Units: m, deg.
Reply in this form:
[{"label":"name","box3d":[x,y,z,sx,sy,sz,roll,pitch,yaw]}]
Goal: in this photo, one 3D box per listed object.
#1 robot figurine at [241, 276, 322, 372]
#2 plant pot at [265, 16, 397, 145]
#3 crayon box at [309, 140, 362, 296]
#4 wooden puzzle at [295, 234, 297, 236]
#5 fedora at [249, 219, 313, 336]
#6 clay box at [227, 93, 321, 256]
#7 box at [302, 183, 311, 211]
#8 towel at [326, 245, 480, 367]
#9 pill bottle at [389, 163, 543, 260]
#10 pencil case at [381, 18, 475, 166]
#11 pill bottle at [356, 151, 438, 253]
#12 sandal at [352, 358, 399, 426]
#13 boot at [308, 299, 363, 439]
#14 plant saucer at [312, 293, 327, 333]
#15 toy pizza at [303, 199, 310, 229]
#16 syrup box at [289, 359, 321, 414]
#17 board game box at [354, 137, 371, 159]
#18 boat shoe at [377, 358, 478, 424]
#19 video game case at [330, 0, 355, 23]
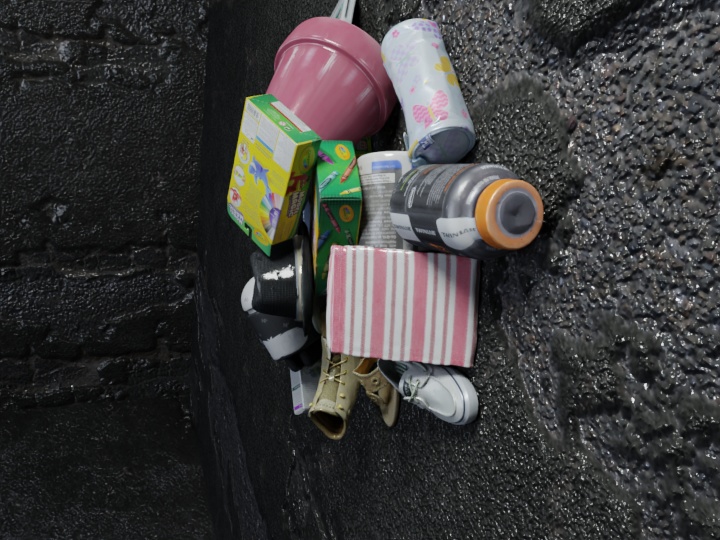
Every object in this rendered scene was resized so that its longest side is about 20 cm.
[{"label":"robot figurine","box3d":[-0.143,0.091,1.220,0.200,0.150,0.125,59,179,-5]},{"label":"plant pot","box3d":[-0.066,-0.247,0.965,0.179,0.200,0.200,-60,9,-26]},{"label":"crayon box","box3d":[-0.039,-0.071,0.913,0.200,0.058,0.119,98,168,-48]},{"label":"wooden puzzle","box3d":[-0.150,0.028,1.371,0.186,0.046,0.200,-65,15,11]},{"label":"fedora","box3d":[-0.125,0.012,0.986,0.201,0.091,0.202,179,90,-82]},{"label":"clay box","box3d":[-0.128,-0.129,0.891,0.115,0.048,0.200,45,136,24]},{"label":"box","box3d":[-0.144,-0.236,1.276,0.197,0.117,0.201,124,156,-50]},{"label":"towel","box3d":[0.054,0.044,0.825,0.030,0.199,0.147,-33,-53,-74]},{"label":"pill bottle","box3d":[0.119,-0.069,0.725,0.200,0.106,0.107,-160,70,-67]},{"label":"pencil case","box3d":[0.085,-0.231,0.829,0.091,0.083,0.201,-34,57,40]},{"label":"pill bottle","box3d":[0.051,-0.058,0.883,0.114,0.113,0.201,-177,86,-68]},{"label":"sandal","box3d":[0.020,0.152,1.030,0.078,0.069,0.213,-154,65,-65]},{"label":"boot","box3d":[-0.042,0.163,1.043,0.156,0.072,0.201,-68,-24,-47]},{"label":"plant saucer","box3d":[-0.042,0.015,1.136,0.200,0.050,0.201,4,-90,-78]},{"label":"toy pizza","box3d":[-0.077,-0.118,1.303,0.200,0.032,0.201,179,90,-69]},{"label":"syrup box","box3d":[-0.102,0.192,1.318,0.081,0.078,0.201,138,127,-63]},{"label":"board game box","box3d":[-0.027,-0.289,1.148,0.102,0.047,0.201,154,113,-66]},{"label":"boat shoe","box3d":[0.085,0.163,0.876,0.200,0.067,0.074,-163,72,-67]},{"label":"video game case","box3d":[-0.064,-0.392,1.145,0.200,0.024,0.183,-51,25,43]}]
